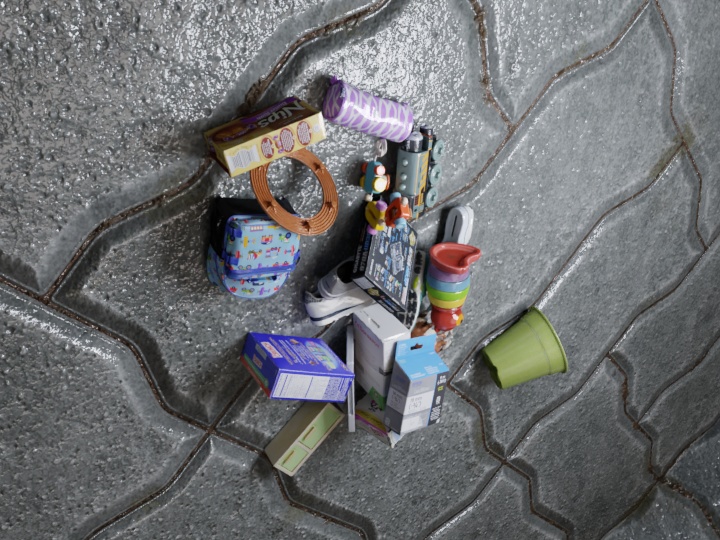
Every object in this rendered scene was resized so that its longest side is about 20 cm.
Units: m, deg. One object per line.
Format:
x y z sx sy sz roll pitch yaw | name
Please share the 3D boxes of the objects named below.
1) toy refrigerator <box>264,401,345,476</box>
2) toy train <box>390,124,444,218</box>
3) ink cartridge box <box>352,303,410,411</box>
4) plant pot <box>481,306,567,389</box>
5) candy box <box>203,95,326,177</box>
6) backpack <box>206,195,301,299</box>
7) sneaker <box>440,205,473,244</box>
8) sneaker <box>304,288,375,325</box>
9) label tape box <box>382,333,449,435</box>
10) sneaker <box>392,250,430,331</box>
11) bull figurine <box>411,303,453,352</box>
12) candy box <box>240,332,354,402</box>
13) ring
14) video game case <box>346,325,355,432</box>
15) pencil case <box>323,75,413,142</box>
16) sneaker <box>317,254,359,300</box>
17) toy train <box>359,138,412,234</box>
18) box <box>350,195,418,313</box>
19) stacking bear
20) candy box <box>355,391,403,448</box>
-0.134 0.395 1.667 0.200 0.070 0.076 -48 131 -1 | toy refrigerator
0.120 -0.207 1.477 0.113 0.084 0.205 -27 131 -47 | toy train
0.050 0.203 1.633 0.082 0.146 0.205 -17 124 -25 | ink cartridge box
0.443 0.233 1.907 0.186 0.202 0.203 -25 128 -2 | plant pot
-0.174 -0.247 1.253 0.196 0.117 0.058 -27 127 -18 | candy box
-0.209 -0.030 1.341 0.178 0.135 0.205 -1 119 -32 | backpack
0.232 -0.062 1.660 0.070 0.073 0.204 -17 132 -44 | sneaker
-0.034 0.049 1.545 0.196 0.076 0.083 -25 112 -24 | sneaker
0.134 0.260 1.577 0.142 0.063 0.206 -6 111 -44 | label tape box
0.131 0.056 1.633 0.079 0.076 0.206 20 84 -50 | sneaker
0.156 0.153 1.722 0.120 0.066 0.200 -32 138 15 | bull figurine
-0.139 0.211 1.496 0.196 0.169 0.079 12 106 -36 | candy box
-0.121 -0.162 1.304 0.196 0.206 0.019 10 151 -37 | ring
-0.023 0.255 1.623 0.017 0.144 0.205 -1 120 0 | video game case
0.016 -0.319 1.369 0.196 0.083 0.088 11 73 -38 | pencil case
0.000 0.000 1.500 0.198 0.076 0.082 -34 175 -34 | sneaker
0.059 -0.158 1.403 0.054 0.205 0.150 4 150 -29 | toy train
0.056 -0.035 1.496 0.158 0.045 0.205 40 51 -42 | box
0.206 0.050 1.607 0.121 0.111 0.205 -37 137 -48 | stacking bear
0.089 0.324 1.704 0.200 0.135 0.062 -43 132 -26 | candy box
